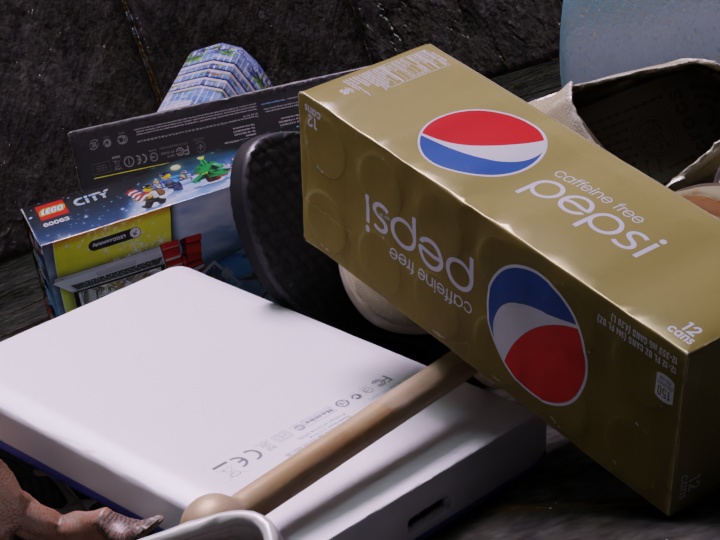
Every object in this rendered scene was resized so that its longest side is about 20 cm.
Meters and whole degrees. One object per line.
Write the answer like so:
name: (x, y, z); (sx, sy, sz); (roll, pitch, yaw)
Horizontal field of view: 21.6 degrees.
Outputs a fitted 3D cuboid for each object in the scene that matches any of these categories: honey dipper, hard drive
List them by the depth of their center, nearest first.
honey dipper: (0.010, 0.049, 0.665); (0.200, 0.038, 0.038); (-30, 12, -39)
hard drive: (-0.048, 0.056, 0.721); (0.200, 0.025, 0.132); (21, 33, 39)

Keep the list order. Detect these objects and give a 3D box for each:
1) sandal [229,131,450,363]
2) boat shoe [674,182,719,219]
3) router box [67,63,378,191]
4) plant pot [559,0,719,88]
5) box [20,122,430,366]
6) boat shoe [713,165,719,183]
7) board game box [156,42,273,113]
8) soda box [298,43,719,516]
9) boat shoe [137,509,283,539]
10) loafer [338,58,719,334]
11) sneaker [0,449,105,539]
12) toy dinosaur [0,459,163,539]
sandal: (0.000, 0.001, 0.843); (0.048, 0.075, 0.200); (-1, -22, 39)
boat shoe: (0.132, 0.013, 0.698); (0.074, 0.076, 0.200); (-25, 8, -20)
router box: (-0.047, -0.024, 1.037); (0.200, 0.150, 0.062); (-10, 3, 15)
plant pot: (0.227, -0.135, 1.042); (0.196, 0.200, 0.196); (-23, 8, -31)
box: (-0.046, 0.006, 0.886); (0.200, 0.137, 0.038); (-18, 36, -15)
boat shoe: (0.200, -0.036, 0.680); (0.066, 0.072, 0.201); (20, -10, -37)
board game box: (-0.056, -0.024, 1.155); (0.062, 0.200, 0.200); (-19, 21, 12)
soda box: (0.061, -0.004, 0.652); (0.064, 0.068, 0.200); (-23, 41, -29)
boat shoe: (-0.106, 0.118, 0.494); (0.200, 0.066, 0.072); (-17, 38, -13)
loafer: (0.080, -0.042, 0.792); (0.200, 0.076, 0.068); (-29, -16, -15)
sneaker: (-0.101, 0.068, 0.826); (0.200, 0.078, 0.080); (-10, 37, 5)
toy dinosaur: (-0.159, 0.073, 0.682); (0.086, 0.136, 0.200); (-31, -7, -34)
